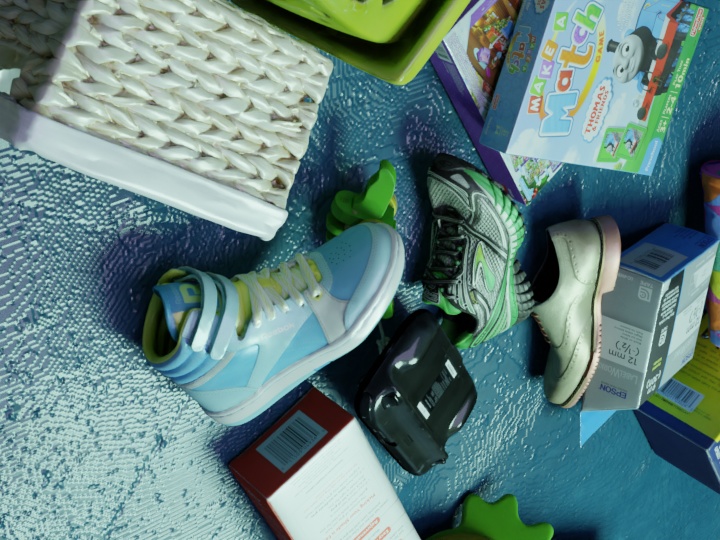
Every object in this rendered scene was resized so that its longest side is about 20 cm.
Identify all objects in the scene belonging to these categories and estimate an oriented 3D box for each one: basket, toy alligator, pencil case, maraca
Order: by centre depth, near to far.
[{"bbox_3d":[-0.132,-0.115,0.778,0.199,0.135,0.124,22,93,-46],"label":"basket"},{"bbox_3d":[0.000,0.000,1.021,0.054,0.060,0.201,4,128,5],"label":"toy alligator"},{"bbox_3d":[0.105,0.304,1.228,0.200,0.137,0.107,-48,168,-21],"label":"maraca"},{"bbox_3d":[0.387,-0.015,1.308,0.088,0.088,0.202,-21,114,-33],"label":"pencil case"}]

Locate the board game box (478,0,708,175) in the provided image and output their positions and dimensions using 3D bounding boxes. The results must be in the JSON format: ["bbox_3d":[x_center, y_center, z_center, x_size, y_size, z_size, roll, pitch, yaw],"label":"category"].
[{"bbox_3d":[0.194,-0.161,1.056,0.199,0.037,0.152,3,110,-43],"label":"board game box"}]

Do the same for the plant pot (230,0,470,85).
[{"bbox_3d":[-0.012,-0.240,0.776,0.200,0.199,0.181,-55,142,-4],"label":"plant pot"}]

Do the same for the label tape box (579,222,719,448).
[{"bbox_3d":[0.282,0.070,1.274,0.143,0.066,0.202,-27,128,-50],"label":"label tape box"}]

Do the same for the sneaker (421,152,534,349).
[{"bbox_3d":[0.089,-0.010,1.072,0.085,0.078,0.201,-36,133,-21],"label":"sneaker"}]

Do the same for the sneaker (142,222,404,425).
[{"bbox_3d":[-0.070,0.020,0.918,0.200,0.080,0.130,-43,135,9],"label":"sneaker"}]

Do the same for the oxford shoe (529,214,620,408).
[{"bbox_3d":[0.186,0.039,1.209,0.073,0.071,0.202,-1,116,-14],"label":"oxford shoe"}]

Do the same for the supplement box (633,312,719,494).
[{"bbox_3d":[0.408,0.124,1.409,0.200,0.109,0.109,-48,135,-12],"label":"supplement box"}]

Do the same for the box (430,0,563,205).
[{"bbox_3d":[0.135,-0.168,1.054,0.137,0.039,0.200,-46,135,-12],"label":"box"}]

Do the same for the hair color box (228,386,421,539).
[{"bbox_3d":[-0.023,0.204,1.100,0.101,0.061,0.201,-41,133,-18],"label":"hair color box"}]

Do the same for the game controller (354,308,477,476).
[{"bbox_3d":[0.051,0.108,1.107,0.105,0.042,0.200,-62,154,-16],"label":"game controller"}]
